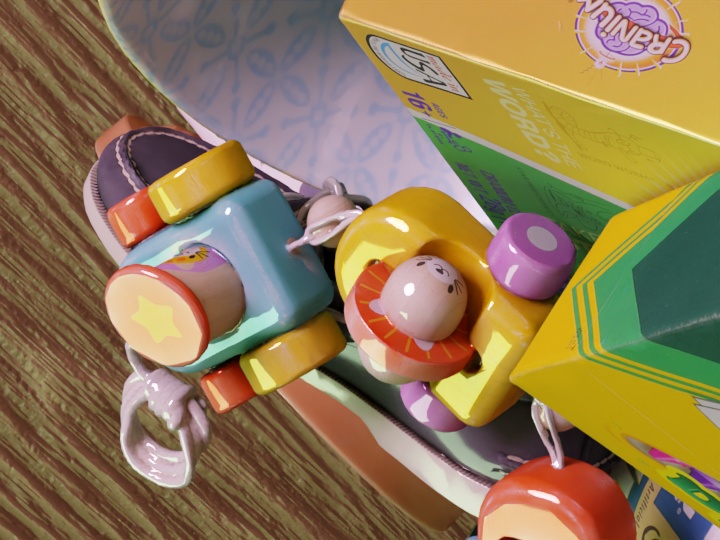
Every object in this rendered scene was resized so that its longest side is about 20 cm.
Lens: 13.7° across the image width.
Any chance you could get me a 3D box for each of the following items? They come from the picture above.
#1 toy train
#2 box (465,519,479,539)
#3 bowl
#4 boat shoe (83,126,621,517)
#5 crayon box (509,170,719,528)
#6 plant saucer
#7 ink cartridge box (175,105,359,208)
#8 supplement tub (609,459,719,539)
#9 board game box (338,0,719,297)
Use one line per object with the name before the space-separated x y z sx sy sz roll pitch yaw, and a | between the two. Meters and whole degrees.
toy train | -0.004 0.047 0.833 0.200 0.151 0.056 20 -149 30
box | 0.126 0.179 1.105 0.160 0.044 0.200 23 -160 -22
bowl | 0.031 -0.102 0.873 0.200 0.108 0.200 14 156 6
boat shoe | 0.000 0.000 0.893 0.200 0.063 0.073 35 -144 27
crayon box | 0.150 0.053 0.686 0.200 0.058 0.173 36 166 -7
plant saucer | -0.024 0.015 1.143 0.200 0.032 0.200 47 -175 -5
ink cartridge box | 0.038 -0.002 1.136 0.200 0.084 0.145 51 -174 31
supplement tub | 0.142 0.071 0.896 0.145 0.145 0.200 46 -174 -35
board game box | 0.108 -0.015 0.757 0.200 0.040 0.153 22 163 37
